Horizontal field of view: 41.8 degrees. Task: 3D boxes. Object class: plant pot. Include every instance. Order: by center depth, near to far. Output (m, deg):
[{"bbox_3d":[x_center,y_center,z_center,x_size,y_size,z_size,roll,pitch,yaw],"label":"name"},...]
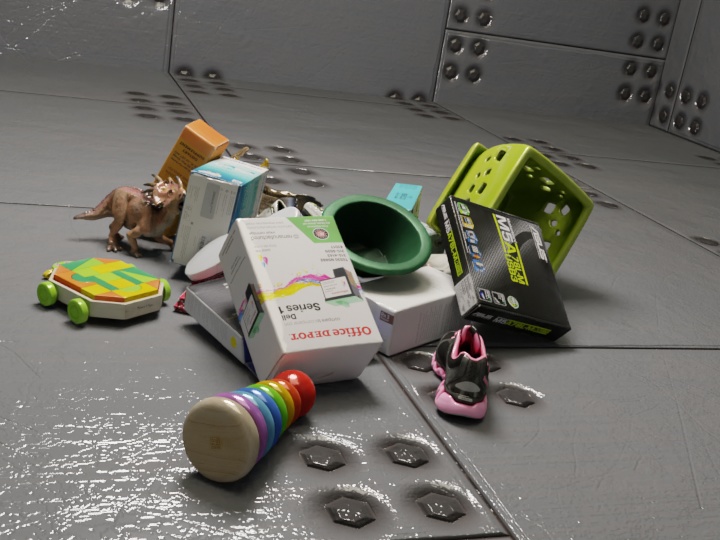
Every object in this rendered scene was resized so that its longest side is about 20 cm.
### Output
[{"bbox_3d":[0.245,-0.097,1.623,0.199,0.200,0.181,33,-3,-33],"label":"plant pot"}]

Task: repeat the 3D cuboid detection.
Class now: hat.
[{"bbox_3d":[0.000,0.000,1.424,0.164,0.177,0.201,-8,45,-26],"label":"hat"}]

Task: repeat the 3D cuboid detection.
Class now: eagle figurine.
[{"bbox_3d":[-0.190,-0.143,1.774,0.200,0.151,0.152,42,70,6],"label":"eagle figurine"}]

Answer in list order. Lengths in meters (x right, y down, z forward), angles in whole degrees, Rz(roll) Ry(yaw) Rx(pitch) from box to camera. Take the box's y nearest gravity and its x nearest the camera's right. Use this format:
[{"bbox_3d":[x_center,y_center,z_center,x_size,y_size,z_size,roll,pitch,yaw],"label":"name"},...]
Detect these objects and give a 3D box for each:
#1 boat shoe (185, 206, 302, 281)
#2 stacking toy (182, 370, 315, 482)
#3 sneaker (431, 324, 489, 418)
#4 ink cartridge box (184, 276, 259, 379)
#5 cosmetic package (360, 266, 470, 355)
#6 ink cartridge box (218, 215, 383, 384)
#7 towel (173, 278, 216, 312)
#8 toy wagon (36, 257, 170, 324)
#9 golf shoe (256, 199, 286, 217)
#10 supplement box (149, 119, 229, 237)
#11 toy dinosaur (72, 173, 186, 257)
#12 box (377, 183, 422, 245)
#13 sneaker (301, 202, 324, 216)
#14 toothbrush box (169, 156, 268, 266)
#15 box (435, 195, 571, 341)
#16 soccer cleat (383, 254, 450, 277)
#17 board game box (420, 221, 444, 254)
[{"bbox_3d":[-0.160,-0.022,1.373,0.198,0.068,0.072,-25,33,13],"label":"boat shoe"},{"bbox_3d":[-0.102,0.152,1.005,0.085,0.086,0.200,17,15,20],"label":"stacking toy"},{"bbox_3d":[0.136,0.109,1.210,0.078,0.097,0.200,7,18,-1],"label":"sneaker"},{"bbox_3d":[-0.102,0.059,1.261,0.196,0.047,0.199,-14,33,-37],"label":"ink cartridge box"},{"bbox_3d":[0.072,0.055,1.368,0.101,0.075,0.199,24,26,37],"label":"cosmetic package"},{"bbox_3d":[-0.077,0.036,1.184,0.143,0.084,0.201,-4,57,-32],"label":"ink cartridge box"},{"bbox_3d":[-0.155,0.044,1.366,0.198,0.023,0.145,11,18,4],"label":"towel"},{"bbox_3d":[-0.367,0.019,1.304,0.199,0.040,0.155,22,22,32],"label":"toy wagon"},{"bbox_3d":[-0.145,-0.078,1.606,0.078,0.098,0.199,-6,23,-35],"label":"golf shoe"},{"bbox_3d":[-0.298,-0.146,1.558,0.066,0.201,0.069,34,24,0],"label":"supplement box"},{"bbox_3d":[-0.352,-0.100,1.504,0.198,0.137,0.086,13,19,12],"label":"toy dinosaur"},{"bbox_3d":[0.065,-0.083,1.539,0.049,0.083,0.200,8,16,7],"label":"box"},{"bbox_3d":[-0.057,-0.044,1.544,0.074,0.085,0.200,28,11,-37],"label":"sneaker"},{"bbox_3d":[-0.220,-0.091,1.495,0.084,0.148,0.200,16,13,1],"label":"toothbrush box"},{"bbox_3d":[0.215,-0.003,1.424,0.191,0.048,0.202,14,50,-31],"label":"box"},{"bbox_3d":[0.107,0.004,1.553,0.198,0.070,0.077,-3,9,-38],"label":"soccer cleat"},{"bbox_3d":[0.032,-0.053,1.672,0.199,0.065,0.147,-6,23,-42],"label":"board game box"}]
